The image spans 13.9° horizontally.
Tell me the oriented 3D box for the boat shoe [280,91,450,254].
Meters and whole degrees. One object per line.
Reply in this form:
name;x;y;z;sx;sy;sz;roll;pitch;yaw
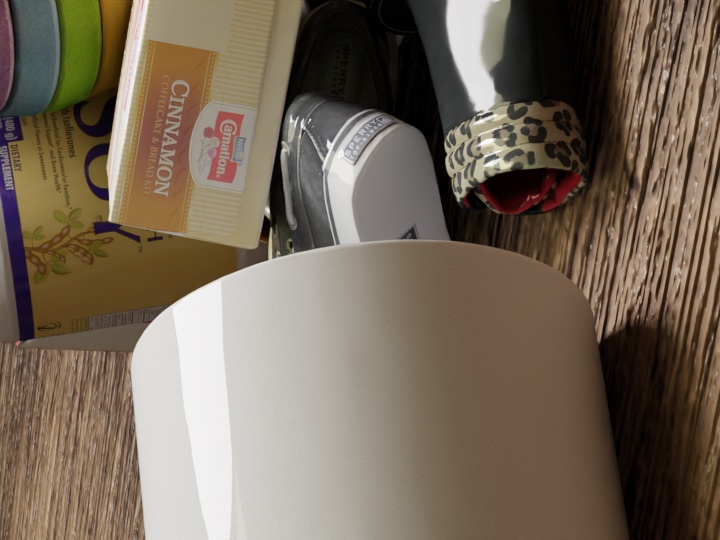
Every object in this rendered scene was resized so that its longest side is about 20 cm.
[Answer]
boat shoe;0.000;0.000;1.392;0.068;0.072;0.200;28;148;35

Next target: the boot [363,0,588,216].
boot;0.048;-0.096;1.349;0.204;0.073;0.154;142;125;-70

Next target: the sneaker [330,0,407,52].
sneaker;-0.019;-0.200;1.547;0.076;0.087;0.200;148;122;-69

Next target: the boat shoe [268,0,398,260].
boat shoe;-0.015;-0.035;1.451;0.066;0.072;0.201;7;-95;-81

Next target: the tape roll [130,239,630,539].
tape roll;0.008;0.093;1.233;0.203;0.202;0.139;121;146;-57

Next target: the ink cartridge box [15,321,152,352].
ink cartridge box;-0.134;-0.054;1.800;0.086;0.147;0.200;140;129;-67

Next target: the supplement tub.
supplement tub;-0.122;-0.044;1.631;0.145;0.200;0.146;171;90;-82

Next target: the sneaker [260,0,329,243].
sneaker;-0.037;-0.068;1.542;0.073;0.085;0.200;42;-149;-56

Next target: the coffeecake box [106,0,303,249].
coffeecake box;-0.076;-0.104;1.428;0.200;0.073;0.154;-122;43;-80

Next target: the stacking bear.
stacking bear;-0.152;-0.143;1.556;0.121;0.200;0.114;8;108;64
